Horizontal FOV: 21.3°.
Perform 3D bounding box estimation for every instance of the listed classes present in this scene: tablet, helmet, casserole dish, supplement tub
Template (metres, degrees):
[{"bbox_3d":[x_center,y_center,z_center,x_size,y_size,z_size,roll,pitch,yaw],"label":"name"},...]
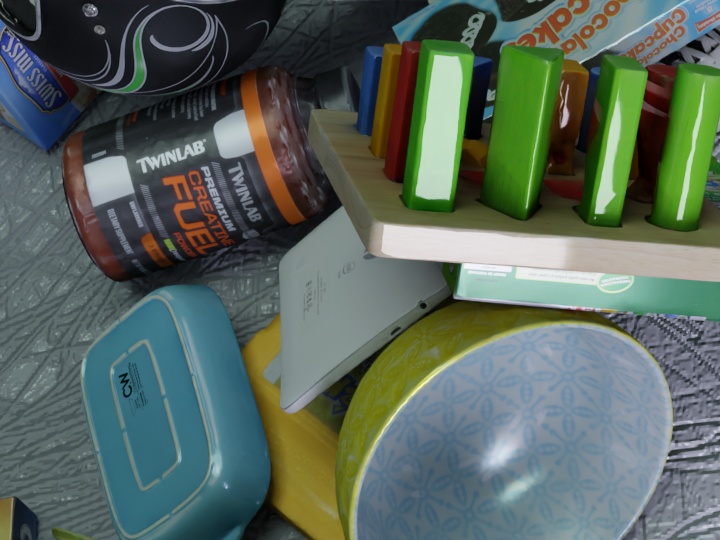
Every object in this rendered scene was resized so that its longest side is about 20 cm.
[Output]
[{"bbox_3d":[0.000,0.000,1.159,0.130,0.014,0.201,-38,23,14],"label":"tablet"},{"bbox_3d":[-0.143,-0.206,1.234,0.198,0.190,0.202,7,73,-23],"label":"helmet"},{"bbox_3d":[-0.123,0.094,1.194,0.121,0.039,0.201,-38,51,24],"label":"casserole dish"},{"bbox_3d":[-0.090,-0.071,1.266,0.198,0.107,0.108,-19,55,10],"label":"supplement tub"}]

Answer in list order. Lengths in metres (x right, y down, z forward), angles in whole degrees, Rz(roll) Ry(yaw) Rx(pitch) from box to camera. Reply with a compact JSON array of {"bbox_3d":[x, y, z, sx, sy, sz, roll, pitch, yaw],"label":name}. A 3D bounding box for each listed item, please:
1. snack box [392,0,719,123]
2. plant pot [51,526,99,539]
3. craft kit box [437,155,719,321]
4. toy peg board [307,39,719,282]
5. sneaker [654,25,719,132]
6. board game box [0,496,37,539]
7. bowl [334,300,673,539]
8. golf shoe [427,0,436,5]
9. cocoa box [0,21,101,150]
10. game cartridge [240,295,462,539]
[{"bbox_3d":[0.128,-0.158,1.198,0.199,0.037,0.117,-30,48,6],"label":"snack box"},{"bbox_3d":[-0.105,0.262,1.036,0.198,0.200,0.192,13,78,27],"label":"plant pot"},{"bbox_3d":[0.132,-0.029,1.082,0.198,0.049,0.198,5,22,-9],"label":"craft kit box"},{"bbox_3d":[0.089,-0.079,0.995,0.198,0.099,0.199,4,20,-12],"label":"toy peg board"},{"bbox_3d":[0.194,-0.115,1.207,0.200,0.073,0.072,-40,53,-8],"label":"sneaker"},{"bbox_3d":[-0.270,0.248,1.182,0.134,0.035,0.202,-12,56,14],"label":"board game box"},{"bbox_3d":[0.063,0.086,1.067,0.199,0.201,0.108,-35,40,-3],"label":"bowl"},{"bbox_3d":[0.145,-0.177,1.277,0.199,0.078,0.098,-31,71,7],"label":"golf shoe"},{"bbox_3d":[-0.275,-0.207,1.405,0.199,0.134,0.131,32,74,33],"label":"cocoa box"},{"bbox_3d":[0.009,0.071,1.187,0.176,0.033,0.200,34,75,34],"label":"game cartridge"}]
